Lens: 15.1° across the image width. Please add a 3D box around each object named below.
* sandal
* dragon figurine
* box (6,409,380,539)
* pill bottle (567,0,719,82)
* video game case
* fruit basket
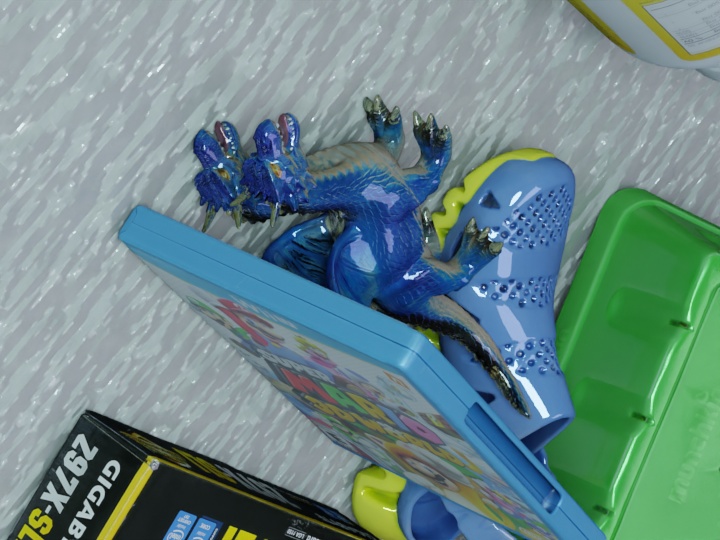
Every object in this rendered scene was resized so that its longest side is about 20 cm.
[{"bbox_3d":[0.063,0.044,1.183,0.079,0.087,0.201,-12,123,-42],"label":"sandal"},{"bbox_3d":[0.000,0.000,1.084,0.099,0.059,0.201,-41,131,-23],"label":"dragon figurine"},{"bbox_3d":[-0.083,0.157,1.125,0.200,0.049,0.160,30,90,-54],"label":"box"},{"bbox_3d":[0.122,-0.148,1.086,0.112,0.112,0.200,-57,145,0],"label":"pill bottle"},{"bbox_3d":[0.004,0.048,1.065,0.018,0.143,0.200,-58,145,-11],"label":"video game case"},{"bbox_3d":[0.144,0.078,1.285,0.155,0.216,0.216,24,99,-15],"label":"fruit basket"}]
